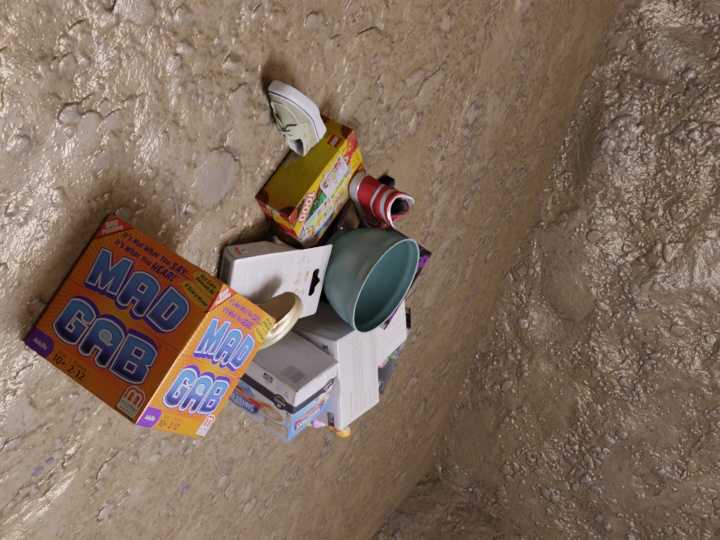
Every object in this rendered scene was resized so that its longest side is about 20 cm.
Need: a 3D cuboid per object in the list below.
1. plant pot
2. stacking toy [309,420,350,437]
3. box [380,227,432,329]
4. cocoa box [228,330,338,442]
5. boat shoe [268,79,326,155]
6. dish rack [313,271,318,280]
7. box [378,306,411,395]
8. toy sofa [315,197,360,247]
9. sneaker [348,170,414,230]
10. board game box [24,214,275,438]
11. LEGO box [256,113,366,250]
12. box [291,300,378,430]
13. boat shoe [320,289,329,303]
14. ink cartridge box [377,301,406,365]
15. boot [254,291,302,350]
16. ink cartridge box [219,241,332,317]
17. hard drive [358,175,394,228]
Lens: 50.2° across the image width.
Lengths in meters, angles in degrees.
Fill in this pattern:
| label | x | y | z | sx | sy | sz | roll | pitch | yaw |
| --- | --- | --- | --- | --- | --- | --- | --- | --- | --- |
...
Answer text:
| label | x | y | z | sx | sy | sz | roll | pitch | yaw |
| --- | --- | --- | --- | --- | --- | --- | --- | --- | --- |
| plant pot | 0.000 | 0.000 | 1.461 | 0.200 | 0.134 | 0.201 | -41 | 149 | -32 |
| stacking toy | -0.106 | 0.320 | 1.759 | 0.116 | 0.199 | 0.110 | -22 | 137 | -58 |
| box | 0.043 | 0.004 | 1.605 | 0.201 | 0.142 | 0.036 | -56 | 179 | -24 |
| cocoa box | -0.165 | 0.198 | 1.458 | 0.133 | 0.199 | 0.132 | -31 | 145 | -50 |
| boat shoe | -0.103 | -0.238 | 1.229 | 0.062 | 0.072 | 0.200 | -62 | 163 | -5 |
| dish rack | 0.005 | 0.001 | 1.644 | 0.199 | 0.154 | 0.055 | -34 | 174 | -23 |
| box | 0.039 | 0.188 | 1.982 | 0.149 | 0.123 | 0.201 | -79 | -169 | -72 |
| toy sofa | -0.048 | -0.100 | 1.522 | 0.097 | 0.082 | 0.201 | 2 | 115 | -62 |
| sneaker | 0.053 | -0.111 | 1.469 | 0.072 | 0.112 | 0.200 | -57 | 156 | -7 |
| board game box | -0.274 | 0.083 | 1.046 | 0.201 | 0.199 | 0.200 | -58 | 160 | -8 |
| LEGO box | -0.084 | -0.151 | 1.377 | 0.201 | 0.077 | 0.149 | -56 | 159 | -15 |
| box | -0.078 | 0.184 | 1.566 | 0.130 | 0.199 | 0.201 | -26 | 121 | -46 |
| boat shoe | -0.064 | 0.079 | 1.673 | 0.062 | 0.074 | 0.202 | 55 | 44 | -74 |
| ink cartridge box | 0.033 | 0.124 | 1.684 | 0.161 | 0.050 | 0.201 | -40 | 142 | -28 |
| boot | -0.206 | 0.069 | 1.279 | 0.199 | 0.073 | 0.156 | -31 | 136 | -1 |
| ink cartridge box | -0.157 | 0.020 | 1.370 | 0.199 | 0.050 | 0.163 | -13 | 131 | -37 |
| hard drive | 0.020 | -0.103 | 1.751 | 0.139 | 0.033 | 0.201 | -42 | 153 | -41 |
